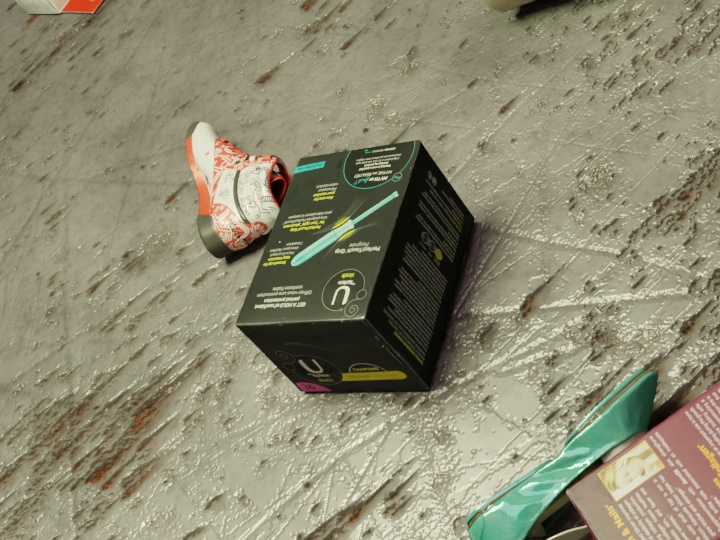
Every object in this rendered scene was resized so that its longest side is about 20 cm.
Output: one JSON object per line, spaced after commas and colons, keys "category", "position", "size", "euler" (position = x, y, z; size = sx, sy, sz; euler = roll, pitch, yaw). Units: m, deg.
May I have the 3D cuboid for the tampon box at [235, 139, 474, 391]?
{"category": "tampon box", "position": [0.000, 0.000, 1.258], "size": [0.149, 0.126, 0.201], "euler": [-4, 53, 34]}

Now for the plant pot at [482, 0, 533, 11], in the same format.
{"category": "plant pot", "position": [0.199, -0.375, 1.410], "size": [0.183, 0.200, 0.201], "euler": [-23, 43, 34]}

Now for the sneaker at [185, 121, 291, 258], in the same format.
{"category": "sneaker", "position": [-0.134, -0.110, 1.500], "size": [0.108, 0.067, 0.202], "euler": [-26, 47, 14]}

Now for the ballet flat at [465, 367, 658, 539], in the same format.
{"category": "ballet flat", "position": [0.176, 0.165, 1.044], "size": [0.200, 0.067, 0.070], "euler": [-41, 65, -1]}

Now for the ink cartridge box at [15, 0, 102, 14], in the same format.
{"category": "ink cartridge box", "position": [-0.429, -0.485, 2.061], "size": [0.173, 0.044, 0.201], "euler": [9, 61, 42]}

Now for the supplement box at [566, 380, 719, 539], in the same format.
{"category": "supplement box", "position": [0.266, 0.159, 0.954], "size": [0.200, 0.086, 0.110], "euler": [-36, 42, 4]}
